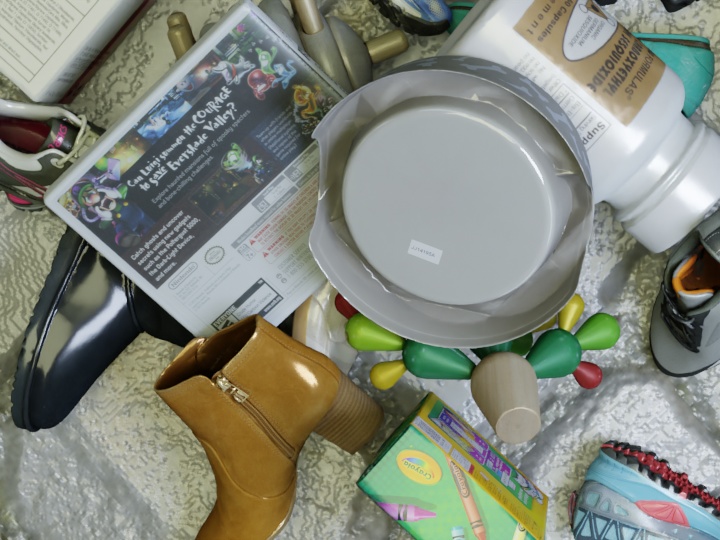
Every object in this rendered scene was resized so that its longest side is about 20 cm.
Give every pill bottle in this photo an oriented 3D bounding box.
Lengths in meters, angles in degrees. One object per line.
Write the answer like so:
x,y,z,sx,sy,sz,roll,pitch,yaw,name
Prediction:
0.153,-0.109,1.429,0.200,0.114,0.114,40,96,-7,pill bottle

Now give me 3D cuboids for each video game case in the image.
-0.084,-0.057,1.452,0.200,0.023,0.182,-42,109,16,video game case

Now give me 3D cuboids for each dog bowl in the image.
0.061,-0.049,1.389,0.199,0.059,0.201,8,120,14,dog bowl

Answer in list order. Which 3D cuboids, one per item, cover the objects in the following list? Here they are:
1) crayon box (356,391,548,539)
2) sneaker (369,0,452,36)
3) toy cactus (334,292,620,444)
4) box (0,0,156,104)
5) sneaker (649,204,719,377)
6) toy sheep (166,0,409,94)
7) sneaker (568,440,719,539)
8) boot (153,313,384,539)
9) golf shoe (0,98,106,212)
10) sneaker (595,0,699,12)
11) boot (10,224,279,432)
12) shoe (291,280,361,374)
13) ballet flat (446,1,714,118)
0.068,0.152,1.464,0.119,0.200,0.058,42,96,3,crayon box
0.019,-0.259,1.503,0.089,0.079,0.201,-26,80,1,sneaker
0.086,0.064,1.467,0.199,0.165,0.103,10,121,-16,toy cactus
-0.204,-0.234,1.518,0.128,0.109,0.200,42,96,3,box
0.232,0.013,1.456,0.079,0.200,0.074,-28,67,-27,sneaker
-0.062,-0.133,1.500,0.199,0.138,0.138,-19,91,1,toy sheep
0.239,0.209,1.522,0.200,0.079,0.096,34,105,12,sneaker
-0.096,0.120,1.505,0.144,0.071,0.201,35,114,-29,boot
-0.187,-0.066,1.488,0.199,0.088,0.077,17,69,9,golf shoe
0.160,-0.248,1.495,0.199,0.077,0.112,20,85,-2,sneaker
-0.149,0.045,1.543,0.168,0.076,0.201,19,89,8,boot
0.000,0.000,1.525,0.053,0.070,0.201,17,93,28,shoe
0.150,-0.142,1.505,0.199,0.067,0.071,9,84,4,ballet flat
